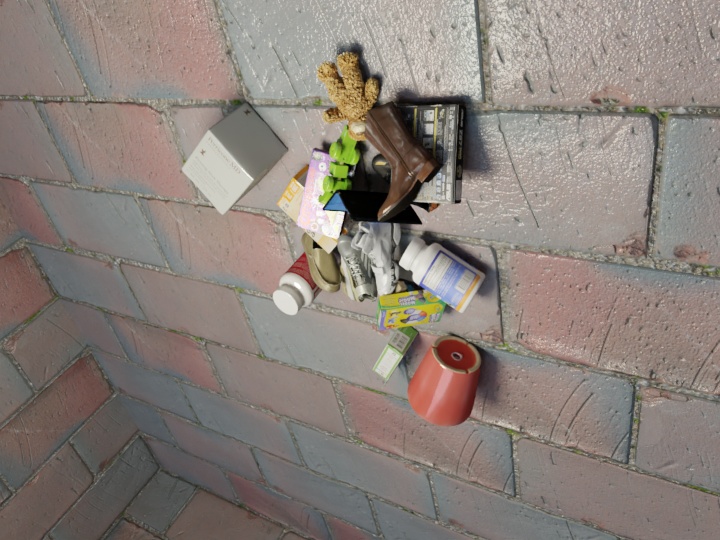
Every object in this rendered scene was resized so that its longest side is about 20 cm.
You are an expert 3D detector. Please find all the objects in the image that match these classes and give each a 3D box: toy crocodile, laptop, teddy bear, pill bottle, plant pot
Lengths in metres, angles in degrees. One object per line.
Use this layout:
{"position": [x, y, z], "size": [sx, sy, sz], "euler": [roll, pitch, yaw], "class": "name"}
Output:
{"position": [-0.052, -0.248, 1.467], "size": [0.062, 0.066, 0.204], "euler": [44, 123, 54], "class": "toy crocodile"}
{"position": [0.022, -0.128, 1.432], "size": [0.173, 0.201, 0.105], "euler": [1, 127, -22], "class": "laptop"}
{"position": [-0.021, -0.377, 1.351], "size": [0.141, 0.067, 0.204], "euler": [-10, 120, -3], "class": "teddy bear"}
{"position": [0.198, 0.005, 1.507], "size": [0.198, 0.112, 0.113], "euler": [33, 139, 9], "class": "pill bottle"}
{"position": [0.241, 0.294, 1.682], "size": [0.197, 0.200, 0.180], "euler": [26, 127, 16], "class": "plant pot"}
{"position": [-0.159, 0.029, 1.735], "size": [0.110, 0.201, 0.114], "euler": [20, 136, 21], "class": "pill bottle"}

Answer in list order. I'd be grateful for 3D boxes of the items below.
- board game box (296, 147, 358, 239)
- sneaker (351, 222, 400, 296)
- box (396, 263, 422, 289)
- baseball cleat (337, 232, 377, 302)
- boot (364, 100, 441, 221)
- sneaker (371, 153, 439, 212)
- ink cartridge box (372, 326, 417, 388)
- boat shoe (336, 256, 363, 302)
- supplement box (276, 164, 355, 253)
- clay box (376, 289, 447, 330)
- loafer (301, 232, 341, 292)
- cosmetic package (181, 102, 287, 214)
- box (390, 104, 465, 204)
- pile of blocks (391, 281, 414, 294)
{"position": [-0.084, -0.192, 1.537], "size": [0.118, 0.032, 0.204], "euler": [18, 111, 11], "class": "board game box"}
{"position": [0.035, -0.033, 1.526], "size": [0.075, 0.113, 0.205], "euler": [24, 112, 58], "class": "sneaker"}
{"position": [0.081, 0.001, 1.641], "size": [0.196, 0.042, 0.039], "euler": [15, 161, 26], "class": "box"}
{"position": [0.000, 0.000, 1.569], "size": [0.069, 0.108, 0.201], "euler": [-20, 129, 23], "class": "baseball cleat"}
{"position": [0.053, -0.235, 1.308], "size": [0.186, 0.064, 0.201], "euler": [-43, 74, 19], "class": "boot"}
{"position": [0.102, -0.204, 1.413], "size": [0.197, 0.090, 0.071], "euler": [30, 139, 11], "class": "sneaker"}
{"position": [0.094, 0.252, 1.813], "size": [0.059, 0.104, 0.202], "euler": [32, 139, 8], "class": "ink cartridge box"}
{"position": [-0.034, -0.002, 1.709], "size": [0.067, 0.075, 0.204], "euler": [13, 128, 31], "class": "boat shoe"}
{"position": [-0.113, -0.161, 1.630], "size": [0.199, 0.074, 0.126], "euler": [43, 139, -2], "class": "supplement box"}
{"position": [0.142, 0.099, 1.583], "size": [0.195, 0.049, 0.116], "euler": [-7, 150, -7], "class": "clay box"}
{"position": [-0.107, -0.033, 1.685], "size": [0.203, 0.075, 0.068], "euler": [62, 145, 19], "class": "loafer"}
{"position": [-0.332, -0.293, 1.611], "size": [0.168, 0.167, 0.199], "euler": [47, 138, -9], "class": "cosmetic package"}
{"position": [0.142, -0.248, 1.311], "size": [0.158, 0.049, 0.205], "euler": [6, 101, 32], "class": "box"}
{"position": [0.111, 0.061, 1.642], "size": [0.201, 0.081, 0.063], "euler": [78, 166, -63], "class": "pile of blocks"}
